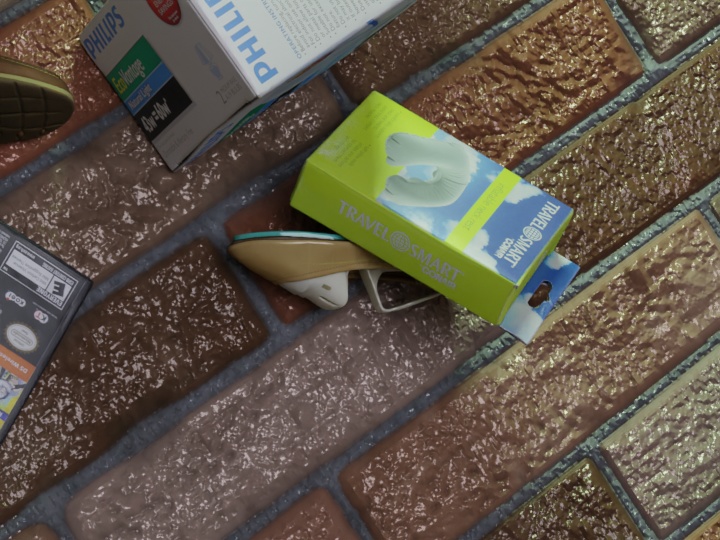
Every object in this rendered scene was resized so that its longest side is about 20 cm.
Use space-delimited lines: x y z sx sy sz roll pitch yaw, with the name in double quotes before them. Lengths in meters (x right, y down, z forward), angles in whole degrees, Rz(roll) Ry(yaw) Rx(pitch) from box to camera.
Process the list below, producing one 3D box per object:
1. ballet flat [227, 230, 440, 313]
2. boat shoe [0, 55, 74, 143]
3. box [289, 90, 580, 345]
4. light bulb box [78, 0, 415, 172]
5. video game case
"ballet flat" 0.000 0.000 1.713 0.199 0.069 0.064 -3 86 -24
"boat shoe" -0.289 -0.136 1.611 0.199 0.072 0.068 6 53 -32
"box" 0.062 -0.040 1.699 0.199 0.048 0.122 31 38 8
"light bulb box" -0.065 -0.192 1.653 0.200 0.198 0.125 -37 92 -25
"video game case" -0.307 0.030 1.594 0.199 0.025 0.181 34 67 -15
